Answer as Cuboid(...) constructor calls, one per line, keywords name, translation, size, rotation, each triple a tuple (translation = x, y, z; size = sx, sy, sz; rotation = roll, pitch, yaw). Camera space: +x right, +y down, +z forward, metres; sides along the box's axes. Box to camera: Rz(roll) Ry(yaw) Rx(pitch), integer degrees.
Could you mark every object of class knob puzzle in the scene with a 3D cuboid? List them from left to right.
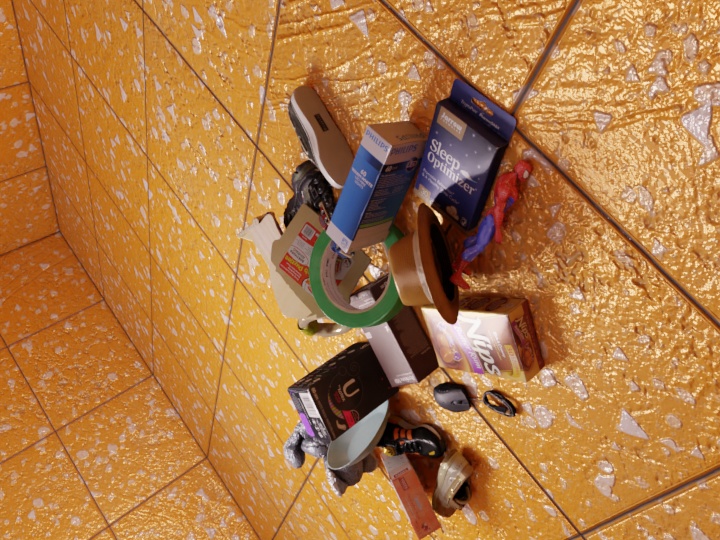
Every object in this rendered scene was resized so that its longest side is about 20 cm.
Cuboid(name="knob puzzle", translation=(-0.094, 0.005, 1.222), size=(0.214, 0.030, 0.226), rotation=(2, 95, 18))

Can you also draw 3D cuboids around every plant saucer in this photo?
Cuboid(name="plant saucer", translation=(0.005, 0.357, 1.375), size=(0.039, 0.203, 0.200), rotation=(42, 151, -14))

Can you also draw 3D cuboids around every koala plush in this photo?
Cuboid(name="koala plush", translation=(-0.063, 0.449, 1.551), size=(0.201, 0.175, 0.186), rotation=(49, 136, 25))

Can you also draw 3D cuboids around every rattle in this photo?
Cuboid(name="rattle", translation=(-0.050, 0.061, 1.354), size=(0.129, 0.145, 0.199), rotation=(31, 141, -19))

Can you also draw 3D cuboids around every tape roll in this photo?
Cuboid(name="tape roll", translation=(0.000, 0.000, 1.129), size=(0.196, 0.048, 0.206), rotation=(-1, 88, 29))

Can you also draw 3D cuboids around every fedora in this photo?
Cuboid(name="fedora", translation=(0.093, -0.003, 0.962), size=(0.080, 0.201, 0.205), rotation=(-15, 106, 18))

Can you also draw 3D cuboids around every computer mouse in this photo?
Cuboid(name="computer mouse", translation=(0.200, 0.242, 1.143), size=(0.198, 0.034, 0.060), rotation=(-5, 109, 55))

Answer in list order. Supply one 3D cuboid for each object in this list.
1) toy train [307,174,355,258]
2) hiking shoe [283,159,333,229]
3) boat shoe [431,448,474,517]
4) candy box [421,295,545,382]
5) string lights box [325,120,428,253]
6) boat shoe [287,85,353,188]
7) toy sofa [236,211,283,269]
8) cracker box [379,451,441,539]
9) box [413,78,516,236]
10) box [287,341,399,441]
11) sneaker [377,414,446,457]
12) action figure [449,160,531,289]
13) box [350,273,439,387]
Cuboid(name="toy train", translation=(-0.054, -0.095, 1.116), size=(0.046, 0.034, 0.202), rotation=(-41, 50, 19))
Cuboid(name="hiking shoe", translation=(-0.098, -0.115, 1.254), size=(0.101, 0.075, 0.203), rotation=(44, 143, 30))
Cuboid(name="boat shoe", translation=(0.192, 0.451, 1.276), size=(0.066, 0.074, 0.203), rotation=(32, 142, 33))
Cuboid(name="candy box", translation=(0.196, 0.106, 1.028), size=(0.198, 0.056, 0.119), rotation=(-1, 112, 53))
Cuboid(name="string lights box", translation=(0.027, -0.132, 0.998), size=(0.059, 0.102, 0.203), rotation=(42, 128, 25))
Cuboid(name="boat shoe", translation=(-0.074, -0.235, 1.143), size=(0.064, 0.070, 0.204), rotation=(-38, 74, 57))
Cuboid(name="toy sofa", translation=(-0.156, -0.024, 1.296), size=(0.097, 0.083, 0.202), rotation=(-32, 92, 23))
Cuboid(name="cracker box", translation=(0.103, 0.470, 1.351), size=(0.136, 0.057, 0.200), rotation=(64, 175, -1))
Cuboid(name="box", translation=(0.146, -0.162, 0.918), size=(0.121, 0.032, 0.203), rotation=(44, 143, 27))
Cuboid(name="box", translation=(-0.035, 0.251, 1.325), size=(0.105, 0.198, 0.124), rotation=(-14, 103, 56))
Cuboid(name="sneaker", translation=(0.096, 0.371, 1.332), size=(0.198, 0.089, 0.071), rotation=(2, 117, 56))
Cuboid(name="action figure", translation=(0.188, -0.067, 0.891), size=(0.051, 0.066, 0.203), rotation=(24, 123, 4))
Cuboid(name="box", translation=(0.062, 0.116, 1.208), size=(0.203, 0.074, 0.100), rotation=(61, 147, -2))
